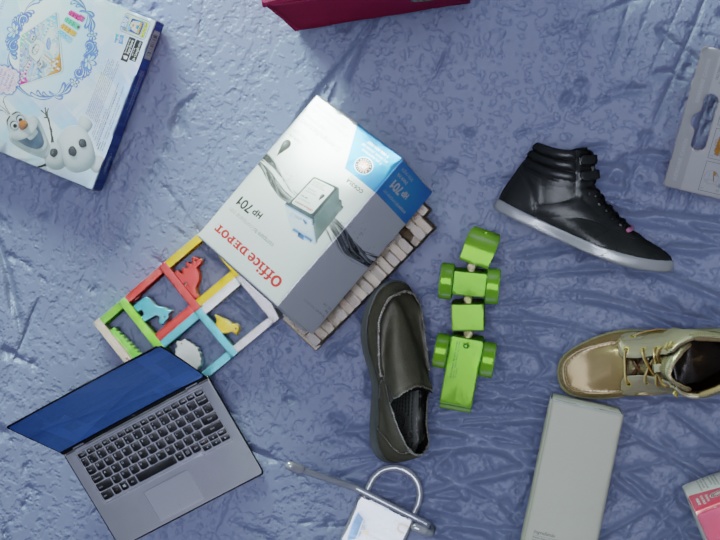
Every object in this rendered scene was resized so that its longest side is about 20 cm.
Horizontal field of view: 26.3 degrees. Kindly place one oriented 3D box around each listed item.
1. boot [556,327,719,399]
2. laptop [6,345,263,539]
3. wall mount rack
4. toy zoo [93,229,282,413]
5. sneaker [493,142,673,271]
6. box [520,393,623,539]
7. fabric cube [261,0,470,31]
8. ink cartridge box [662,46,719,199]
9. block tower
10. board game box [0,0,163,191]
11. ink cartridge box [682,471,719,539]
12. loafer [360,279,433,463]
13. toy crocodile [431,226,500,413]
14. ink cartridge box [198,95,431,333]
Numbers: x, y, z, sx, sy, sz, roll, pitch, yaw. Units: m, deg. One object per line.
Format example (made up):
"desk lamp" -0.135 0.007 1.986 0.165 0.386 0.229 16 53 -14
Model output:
"boot" 0.301 0.099 1.580 0.199 0.155 0.073 -5 91 7
"laptop" -0.237 0.192 1.651 0.187 0.116 0.200 -28 100 7
"wall mount rack" -0.021 0.294 1.665 0.173 0.075 0.200 25 93 6
"toy zoo" -0.180 0.045 1.705 0.200 0.020 0.131 -40 87 6
"sneaker" 0.249 -0.071 1.624 0.200 0.071 0.099 24 99 10
"box" 0.220 0.237 1.638 0.082 0.068 0.201 13 93 6
"fabric cube" -0.001 -0.366 1.585 0.199 0.196 0.201 -8 91 7
"ink cartridge box" 0.430 -0.140 1.588 0.199 0.050 0.161 15 116 8
"block tower" 0.000 0.000 1.665 0.054 0.058 0.200 44 97 5
"board game box" -0.345 -0.217 1.707 0.199 0.043 0.200 22 94 5
"ink cartridge box" 0.442 0.233 1.571 0.200 0.145 0.085 -23 90 7
"loafer" 0.050 0.110 1.644 0.075 0.070 0.201 -10 100 -33
"toy crocodile" 0.115 0.053 1.655 0.067 0.062 0.201 5 97 6
"ink cartridge box" -0.048 -0.059 1.618 0.200 0.086 0.146 -49 56 -3
